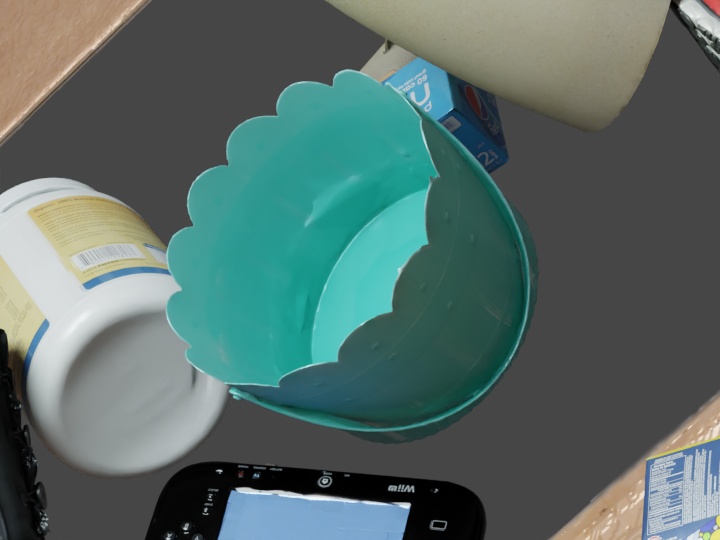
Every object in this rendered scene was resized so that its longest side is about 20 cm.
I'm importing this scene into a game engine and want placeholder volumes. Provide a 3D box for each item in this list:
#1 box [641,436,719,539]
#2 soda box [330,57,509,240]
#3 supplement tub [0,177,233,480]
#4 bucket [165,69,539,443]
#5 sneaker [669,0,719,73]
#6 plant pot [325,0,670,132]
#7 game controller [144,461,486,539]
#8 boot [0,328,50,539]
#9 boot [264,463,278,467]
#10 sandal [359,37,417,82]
[{"bbox_3d":[0.241,0.108,1.240,0.199,0.070,0.065,-20,48,34],"label":"box"},{"bbox_3d":[-0.004,-0.058,1.635,0.200,0.064,0.068,-32,41,22],"label":"soda box"},{"bbox_3d":[-0.180,0.033,1.672,0.145,0.145,0.200,-48,37,3],"label":"supplement tub"},{"bbox_3d":[0.000,0.000,1.506,0.207,0.135,0.208,-20,56,32],"label":"bucket"},{"bbox_3d":[0.226,-0.170,1.486,0.085,0.077,0.200,-37,39,9],"label":"sneaker"},{"bbox_3d":[0.067,-0.197,1.506,0.187,0.199,0.188,-167,90,-75],"label":"plant pot"},{"bbox_3d":[-0.028,0.161,1.440,0.199,0.042,0.105,4,61,16],"label":"game controller"},{"bbox_3d":[-0.229,0.139,1.576,0.065,0.165,0.201,-17,81,-13],"label":"boot"},{"bbox_3d":[-0.085,0.198,1.513,0.199,0.069,0.175,3,60,37],"label":"boot"},{"bbox_3d":[0.043,-0.160,1.676,0.200,0.054,0.080,-44,38,1],"label":"sandal"}]
